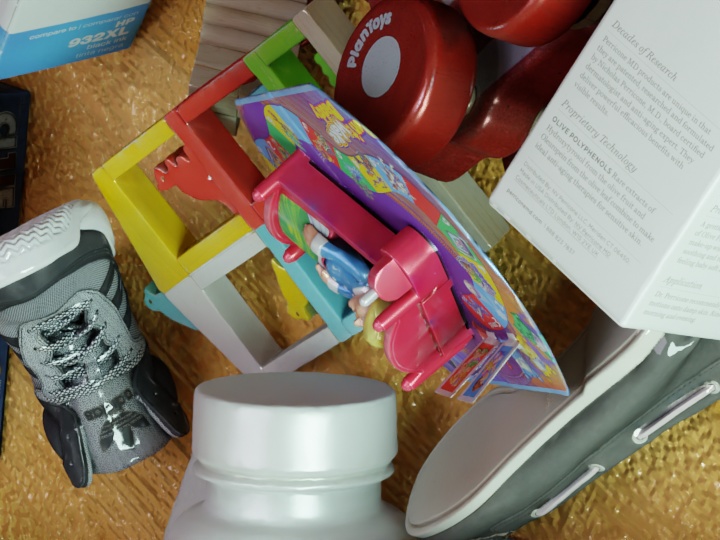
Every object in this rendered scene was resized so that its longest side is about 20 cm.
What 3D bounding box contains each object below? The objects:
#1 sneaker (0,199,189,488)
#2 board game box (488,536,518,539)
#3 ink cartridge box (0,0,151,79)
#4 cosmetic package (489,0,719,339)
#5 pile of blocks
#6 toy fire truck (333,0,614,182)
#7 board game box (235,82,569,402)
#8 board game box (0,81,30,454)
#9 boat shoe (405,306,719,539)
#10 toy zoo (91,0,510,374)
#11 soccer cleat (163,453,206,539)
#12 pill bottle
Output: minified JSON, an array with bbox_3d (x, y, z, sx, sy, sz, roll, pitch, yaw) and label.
[{"bbox_3d":[-0.129,0.037,1.306,0.114,0.075,0.200,63,178,8],"label":"sneaker"},{"bbox_3d":[0.083,0.177,1.122,0.200,0.105,0.103,7,100,47],"label":"board game box"},{"bbox_3d":[-0.143,-0.205,1.293,0.145,0.084,0.200,66,152,19],"label":"ink cartridge box"},{"bbox_3d":[0.150,-0.077,0.993,0.085,0.108,0.200,45,112,36],"label":"cosmetic package"},{"bbox_3d":[-0.031,-0.150,1.248,0.062,0.082,0.200,13,122,1],"label":"pile of blocks"},{"bbox_3d":[0.068,-0.130,1.110,0.200,0.112,0.168,-42,46,40],"label":"toy fire truck"},{"bbox_3d":[0.000,0.000,1.122,0.158,0.039,0.200,50,167,-11],"label":"board game box"},{"bbox_3d":[-0.236,-0.012,1.490,0.135,0.035,0.200,21,110,43],"label":"board game box"},{"bbox_3d":[0.089,0.067,1.137,0.200,0.057,0.067,-45,23,44],"label":"boat shoe"},{"bbox_3d":[-0.039,-0.025,1.249,0.200,0.020,0.131,-32,98,44],"label":"toy zoo"},{"bbox_3d":[-0.080,0.170,1.309,0.069,0.085,0.200,24,112,43],"label":"soccer cleat"},{"bbox_3d":[-0.030,0.150,1.231,0.114,0.114,0.200,9,101,46],"label":"pill bottle"}]
